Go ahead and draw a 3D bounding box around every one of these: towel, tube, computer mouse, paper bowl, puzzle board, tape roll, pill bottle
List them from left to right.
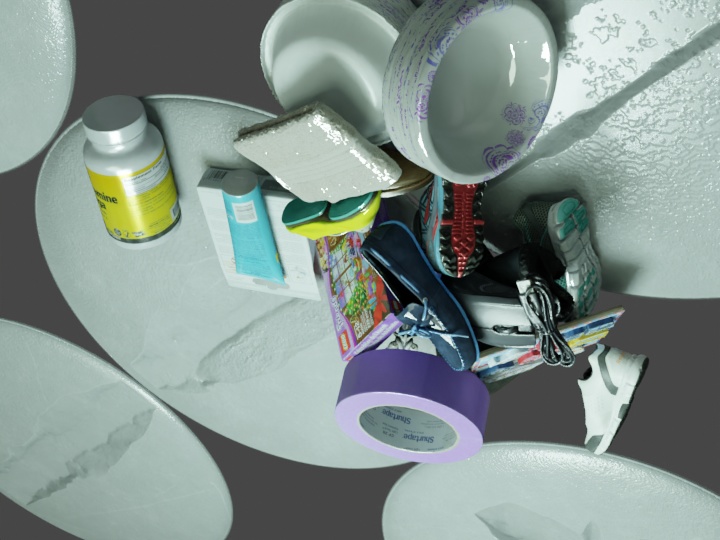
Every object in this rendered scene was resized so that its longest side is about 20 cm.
[{"bbox_3d":[-0.322,-0.137,1.425,0.111,0.113,0.202,11,135,18],"label":"pill bottle"},{"bbox_3d":[-0.151,-0.050,1.408,0.077,0.051,0.201,16,143,18],"label":"tube"},{"bbox_3d":[-0.056,-0.132,1.182,0.132,0.035,0.199,36,157,-27],"label":"towel"},{"bbox_3d":[-0.021,-0.230,1.171,0.198,0.105,0.202,15,138,14],"label":"paper bowl"},{"bbox_3d":[0.068,0.181,1.344,0.197,0.066,0.201,10,148,6],"label":"tape roll"},{"bbox_3d":[0.108,-0.202,1.085,0.104,0.200,0.202,33,152,46],"label":"paper bowl"},{"bbox_3d":[0.155,0.050,1.215,0.199,0.053,0.139,19,144,50],"label":"computer mouse"},{"bbox_3d":[0.234,0.104,1.321,0.198,0.018,0.151,-17,160,-6],"label":"puzzle board"}]

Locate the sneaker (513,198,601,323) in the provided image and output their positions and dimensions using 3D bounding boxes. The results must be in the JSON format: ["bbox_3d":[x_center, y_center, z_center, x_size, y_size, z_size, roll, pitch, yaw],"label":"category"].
[{"bbox_3d":[0.248,-0.013,1.297,0.091,0.078,0.202,14,136,39],"label":"sneaker"}]

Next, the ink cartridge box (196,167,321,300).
[{"bbox_3d":[-0.136,-0.050,1.469,0.158,0.048,0.201,8,138,19],"label":"ink cartridge box"}]

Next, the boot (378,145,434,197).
[{"bbox_3d":[-0.001,-0.144,1.287,0.198,0.074,0.076,10,130,23],"label":"boot"}]

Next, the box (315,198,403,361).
[{"bbox_3d":[0.000,0.000,1.342,0.039,0.202,0.137,3,149,-30],"label":"box"}]

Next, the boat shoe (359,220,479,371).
[{"bbox_3d":[0.063,0.041,1.220,0.201,0.068,0.084,54,151,3],"label":"boat shoe"}]

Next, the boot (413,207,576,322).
[{"bbox_3d":[0.167,-0.015,1.262,0.201,0.076,0.168,57,153,-4],"label":"boot"}]

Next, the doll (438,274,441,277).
[{"bbox_3d":[0.114,0.012,1.371,0.197,0.048,0.138,11,102,0],"label":"doll"}]

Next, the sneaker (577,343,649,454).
[{"bbox_3d":[0.343,0.178,1.435,0.079,0.074,0.202,24,134,19],"label":"sneaker"}]

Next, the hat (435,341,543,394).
[{"bbox_3d":[0.159,0.117,1.426,0.198,0.082,0.201,-18,157,-8],"label":"hat"}]

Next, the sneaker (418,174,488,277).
[{"bbox_3d":[0.100,-0.097,1.222,0.078,0.203,0.095,8,-179,-30],"label":"sneaker"}]

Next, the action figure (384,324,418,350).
[{"bbox_3d":[0.055,0.084,1.446,0.117,0.203,0.102,8,180,-15],"label":"action figure"}]

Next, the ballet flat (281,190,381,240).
[{"bbox_3d":[-0.021,-0.072,1.276,0.067,0.067,0.199,34,155,-30],"label":"ballet flat"}]
